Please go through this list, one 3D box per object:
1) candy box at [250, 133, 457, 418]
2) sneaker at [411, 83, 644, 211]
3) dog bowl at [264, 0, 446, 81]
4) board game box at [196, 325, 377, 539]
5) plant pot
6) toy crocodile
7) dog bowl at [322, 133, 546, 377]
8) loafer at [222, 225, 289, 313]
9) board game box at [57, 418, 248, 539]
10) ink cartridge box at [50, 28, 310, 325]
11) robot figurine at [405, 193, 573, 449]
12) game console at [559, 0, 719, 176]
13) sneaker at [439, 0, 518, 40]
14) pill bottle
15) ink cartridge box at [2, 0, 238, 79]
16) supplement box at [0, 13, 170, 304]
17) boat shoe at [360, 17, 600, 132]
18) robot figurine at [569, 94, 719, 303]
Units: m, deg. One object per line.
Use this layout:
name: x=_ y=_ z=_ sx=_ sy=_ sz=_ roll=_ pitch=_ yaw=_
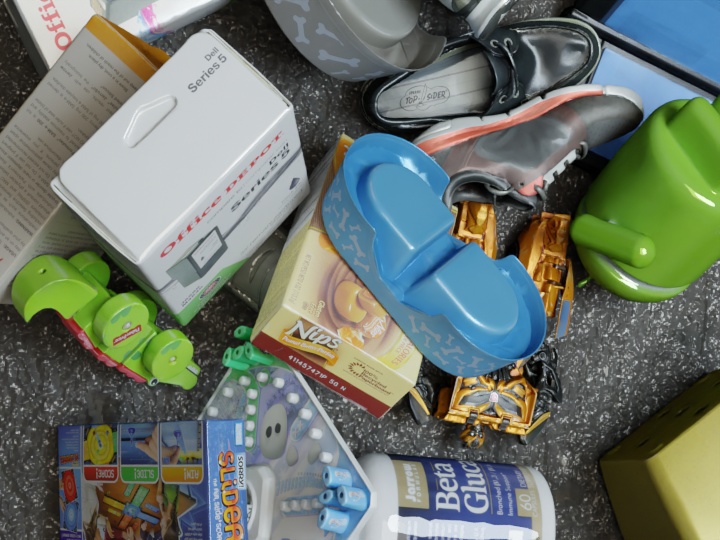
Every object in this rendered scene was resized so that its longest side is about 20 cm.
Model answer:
candy box: x=0.000 y=0.000 z=1.047 sx=0.115 sy=0.055 sz=0.201 roll=32 pitch=41 yaw=-14
sneaker: x=0.136 y=-0.085 z=1.092 sx=0.198 sy=0.077 sz=0.083 roll=-16 pitch=69 yaw=-6
dog bowl: x=-0.012 y=-0.235 z=1.043 sx=0.200 sy=0.058 sz=0.202 roll=32 pitch=48 yaw=-45
board game box: x=-0.089 y=0.170 z=0.991 sx=0.026 sy=0.200 sz=0.201 roll=18 pitch=113 yaw=-39
plant pot: x=0.312 y=0.187 z=1.130 sx=0.199 sy=0.200 sz=0.177 roll=-36 pitch=89 yaw=-11
toy crocodile: x=-0.177 y=0.043 z=1.006 sx=0.062 sy=0.200 sz=0.067 roll=-46 pitch=61 yaw=-3
dog bowl: x=0.050 y=-0.007 z=1.014 sx=0.200 sy=0.050 sz=0.111 roll=50 pitch=40 yaw=4
loafer: x=-0.065 y=0.002 z=1.080 sx=0.199 sy=0.070 sz=0.070 roll=35 pitch=83 yaw=-9
board game box: x=-0.153 y=0.177 z=0.995 sx=0.034 sy=0.199 sz=0.137 roll=3 pitch=83 yaw=-42
ink cartridge box: x=-0.116 y=-0.057 z=0.960 sx=0.084 sy=0.200 sz=0.146 roll=42 pitch=82 yaw=10
robot figurine: x=0.108 y=0.045 z=1.127 sx=0.143 sy=0.058 sz=0.202 roll=11 pitch=82 yaw=-14
game console: x=0.260 y=-0.154 z=1.138 sx=0.198 sy=0.116 sz=0.177 roll=23 pitch=86 yaw=-13
sneaker: x=0.075 y=-0.247 z=1.055 sx=0.115 sy=0.201 sz=0.076 roll=40 pitch=109 yaw=-5
pill bottle: x=0.044 y=0.203 z=1.095 sx=0.198 sy=0.111 sz=0.112 roll=6 pitch=90 yaw=-15
ink cartridge box: x=-0.177 y=-0.246 z=1.039 sx=0.199 sy=0.087 sz=0.146 roll=-27 pitch=99 yaw=-11
supplement box: x=-0.203 y=-0.073 z=0.987 sx=0.073 sy=0.126 sz=0.200 roll=41 pitch=96 yaw=11
boat shoe: x=0.095 y=-0.153 z=1.092 sx=0.197 sy=0.066 sz=0.075 roll=-9 pitch=98 yaw=5
robot figurine: x=0.245 y=-0.054 z=1.098 sx=0.174 sy=0.200 sz=0.116 roll=-20 pitch=67 yaw=-37
